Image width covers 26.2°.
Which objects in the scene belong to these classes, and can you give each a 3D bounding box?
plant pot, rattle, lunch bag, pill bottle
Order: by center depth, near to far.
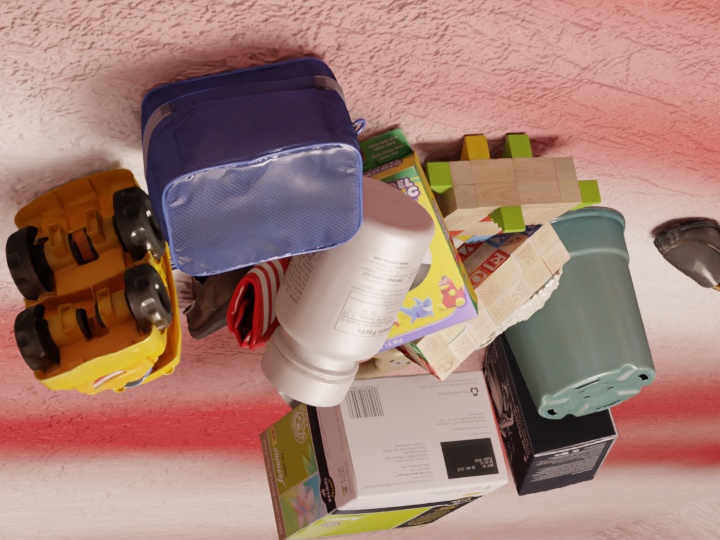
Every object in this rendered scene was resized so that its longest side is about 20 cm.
[{"bbox_3d":[-0.088,-0.099,1.329,0.198,0.133,0.137,-11,141,-12],"label":"lunch bag"},{"bbox_3d":[-0.018,0.021,1.453,0.113,0.114,0.202,4,120,-41],"label":"pill bottle"},{"bbox_3d":[0.253,0.060,1.849,0.198,0.198,0.201,-14,158,-6],"label":"plant pot"},{"bbox_3d":[0.029,0.144,1.971,0.197,0.144,0.131,-10,139,0],"label":"rattle"}]

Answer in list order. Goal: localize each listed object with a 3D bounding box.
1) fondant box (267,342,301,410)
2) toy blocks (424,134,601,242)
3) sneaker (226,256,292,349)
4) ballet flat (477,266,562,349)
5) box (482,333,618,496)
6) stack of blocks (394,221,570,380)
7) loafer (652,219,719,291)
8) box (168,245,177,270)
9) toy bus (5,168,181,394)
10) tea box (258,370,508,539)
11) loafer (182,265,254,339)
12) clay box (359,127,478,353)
[{"bbox_3d":[-0.061,0.094,1.771,0.058,0.146,0.200,-15,158,4],"label":"fondant box"},{"bbox_3d":[0.130,-0.071,1.618,0.198,0.101,0.137,-4,166,-26],"label":"toy blocks"},{"bbox_3d":[-0.081,0.058,1.563,0.115,0.078,0.201,-36,134,-24],"label":"sneaker"},{"bbox_3d":[0.156,0.044,1.772,0.199,0.072,0.072,-34,153,21],"label":"ballet flat"},{"bbox_3d":[0.255,0.177,2.116,0.122,0.202,0.197,-13,157,-5],"label":"box"},{"bbox_3d":[0.119,0.016,1.699,0.200,0.115,0.059,-42,120,-9],"label":"stack of blocks"},{"bbox_3d":[0.443,-0.014,1.974,0.073,0.073,0.199,-32,153,35],"label":"loafer"},{"bbox_3d":[-0.215,-0.029,1.529,0.198,0.033,0.121,-18,158,5],"label":"box"},{"bbox_3d":[-0.223,0.042,1.413,0.134,0.201,0.193,-19,142,6],"label":"toy bus"},{"bbox_3d":[0.022,0.208,1.713,0.198,0.135,0.197,0,157,-32],"label":"tea box"},{"bbox_3d":[-0.146,0.019,1.653,0.073,0.072,0.200,-27,178,-27],"label":"loafer"},{"bbox_3d":[0.028,-0.028,1.519,0.114,0.048,0.201,-21,113,12],"label":"clay box"}]
